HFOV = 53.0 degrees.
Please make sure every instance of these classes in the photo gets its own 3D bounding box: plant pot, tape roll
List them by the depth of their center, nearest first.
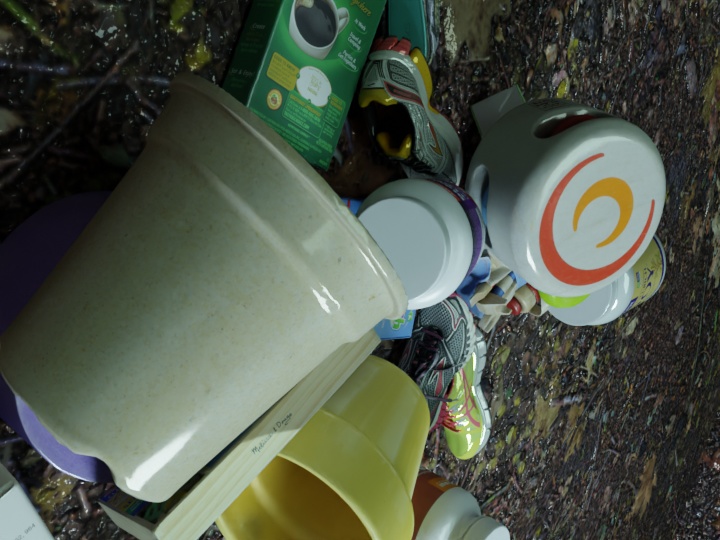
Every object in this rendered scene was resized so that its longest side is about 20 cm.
[{"bbox_3d":[-0.102,0.024,0.435,0.184,0.199,0.201,-47,136,-11],"label":"plant pot"},{"bbox_3d":[-0.179,0.048,0.547,0.198,0.084,0.205,-20,118,-43],"label":"tape roll"},{"bbox_3d":[-0.021,0.189,0.714,0.189,0.197,0.205,-47,136,-48],"label":"plant pot"}]

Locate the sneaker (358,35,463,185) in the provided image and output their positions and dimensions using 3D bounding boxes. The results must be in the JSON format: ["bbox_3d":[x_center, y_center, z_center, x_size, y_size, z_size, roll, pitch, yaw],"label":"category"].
[{"bbox_3d":[0.046,-0.134,0.739,0.201,0.076,0.083,53,49,-44],"label":"sneaker"}]

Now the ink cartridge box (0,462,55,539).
[{"bbox_3d":[-0.247,0.202,0.475,0.084,0.144,0.203,-37,130,-34],"label":"ink cartridge box"}]

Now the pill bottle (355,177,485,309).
[{"bbox_3d":[0.052,-0.027,0.658,0.200,0.109,0.114,-25,127,-74],"label":"pill bottle"}]

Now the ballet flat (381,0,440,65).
[{"bbox_3d":[0.046,-0.299,0.712,0.071,0.071,0.205,-27,123,-41],"label":"ballet flat"}]

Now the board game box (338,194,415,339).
[{"bbox_3d":[0.000,0.000,0.778,0.198,0.036,0.155,2,102,-49],"label":"board game box"}]

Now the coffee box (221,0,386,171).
[{"bbox_3d":[-0.045,-0.205,0.643,0.122,0.043,0.204,20,88,-52],"label":"coffee box"}]

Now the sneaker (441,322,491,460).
[{"bbox_3d":[0.117,0.168,0.959,0.089,0.077,0.205,-22,114,-34],"label":"sneaker"}]

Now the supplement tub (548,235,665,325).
[{"bbox_3d":[0.383,0.002,1.147,0.198,0.144,0.149,-17,116,-45],"label":"supplement tub"}]

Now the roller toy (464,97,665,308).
[{"bbox_3d":[0.209,-0.082,0.756,0.181,0.140,0.202,30,100,-31],"label":"roller toy"}]

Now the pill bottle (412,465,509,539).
[{"bbox_3d":[0.068,0.289,0.836,0.111,0.198,0.115,-21,120,-43],"label":"pill bottle"}]

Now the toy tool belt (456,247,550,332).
[{"bbox_3d":[0.152,0.009,0.901,0.123,0.124,0.202,-42,131,-14],"label":"toy tool belt"}]

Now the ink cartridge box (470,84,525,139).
[{"bbox_3d":[0.210,-0.116,0.915,0.201,0.066,0.119,54,19,-45],"label":"ink cartridge box"}]

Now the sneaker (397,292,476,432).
[{"bbox_3d":[0.080,0.118,0.865,0.074,0.080,0.204,-13,120,-53],"label":"sneaker"}]

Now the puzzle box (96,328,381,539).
[{"bbox_3d":[-0.086,0.107,0.514,0.200,0.132,0.026,-44,106,-31],"label":"puzzle box"}]
